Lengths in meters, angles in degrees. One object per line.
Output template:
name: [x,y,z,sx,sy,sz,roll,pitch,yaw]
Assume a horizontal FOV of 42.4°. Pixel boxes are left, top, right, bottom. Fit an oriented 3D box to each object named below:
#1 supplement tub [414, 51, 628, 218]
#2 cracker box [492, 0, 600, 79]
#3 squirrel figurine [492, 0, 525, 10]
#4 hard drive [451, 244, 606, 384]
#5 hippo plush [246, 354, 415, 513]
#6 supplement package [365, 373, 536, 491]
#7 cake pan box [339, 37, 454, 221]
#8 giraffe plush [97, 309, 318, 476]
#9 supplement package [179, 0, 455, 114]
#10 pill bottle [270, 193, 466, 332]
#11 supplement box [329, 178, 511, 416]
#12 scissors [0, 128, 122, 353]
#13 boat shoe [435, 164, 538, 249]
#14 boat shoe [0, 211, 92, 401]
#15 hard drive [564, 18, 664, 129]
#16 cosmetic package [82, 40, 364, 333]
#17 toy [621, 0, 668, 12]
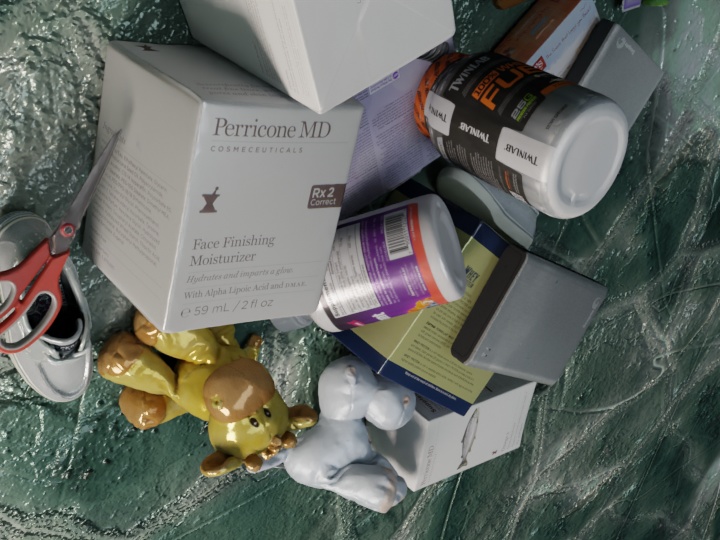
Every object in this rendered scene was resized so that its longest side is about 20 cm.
supplement tub: [0.152,-0.142,0.922,0.122,0.200,0.123,-24,130,-32]
cracker box: [0.242,-0.227,1.125,0.134,0.058,0.200,-48,139,-7]
squirrel figurine: [0.208,-0.398,0.951,0.200,0.141,0.187,-49,129,-25]
hard drive: [0.201,0.057,1.082,0.199,0.033,0.140,17,103,-49]
hippo plush: [-0.019,0.186,1.132,0.199,0.159,0.162,19,85,-5]
supplement package: [0.119,0.189,1.244,0.199,0.117,0.118,-13,125,-35]
cake pan box: [0.016,-0.171,0.965,0.199,0.052,0.185,-35,133,-20]
giraffe plush: [-0.141,0.124,0.933,0.173,0.162,0.200,-46,137,-8]
supplement package: [-0.052,-0.267,0.728,0.147,0.200,0.192,-33,135,-21]
pill bottle: [0.000,0.000,0.959,0.199,0.112,0.112,-16,139,17]
supplement box: [0.089,0.033,1.100,0.200,0.134,0.200,31,94,-49]
scissors: [-0.239,-0.020,0.752,0.200,0.014,0.073,-49,124,-5]
boat shoe: [0.161,-0.093,1.143,0.201,0.070,0.072,34,75,-48]
boat shoe: [-0.275,0.047,0.819,0.070,0.071,0.202,-25,130,-27]
hard drive: [0.276,-0.182,1.118,0.139,0.033,0.201,21,102,-47]
cosmetic package: [-0.125,-0.078,0.812,0.164,0.165,0.201,-7,121,-40]
toy: [0.378,-0.420,1.126,0.115,0.047,0.201,-24,131,-31]
